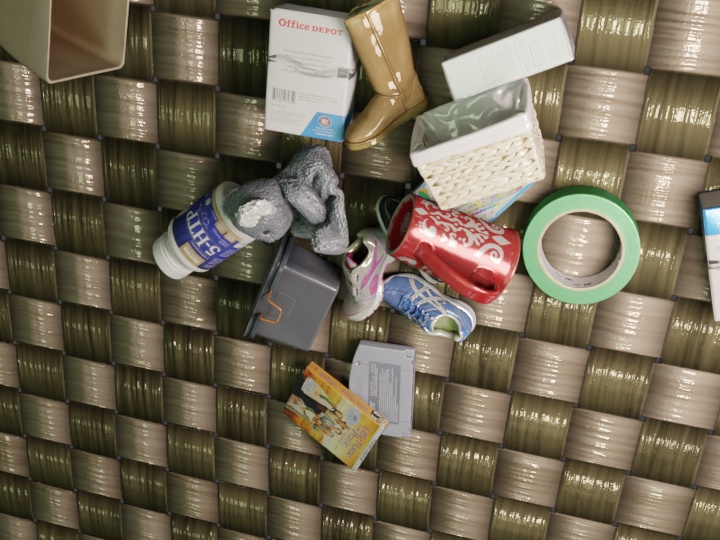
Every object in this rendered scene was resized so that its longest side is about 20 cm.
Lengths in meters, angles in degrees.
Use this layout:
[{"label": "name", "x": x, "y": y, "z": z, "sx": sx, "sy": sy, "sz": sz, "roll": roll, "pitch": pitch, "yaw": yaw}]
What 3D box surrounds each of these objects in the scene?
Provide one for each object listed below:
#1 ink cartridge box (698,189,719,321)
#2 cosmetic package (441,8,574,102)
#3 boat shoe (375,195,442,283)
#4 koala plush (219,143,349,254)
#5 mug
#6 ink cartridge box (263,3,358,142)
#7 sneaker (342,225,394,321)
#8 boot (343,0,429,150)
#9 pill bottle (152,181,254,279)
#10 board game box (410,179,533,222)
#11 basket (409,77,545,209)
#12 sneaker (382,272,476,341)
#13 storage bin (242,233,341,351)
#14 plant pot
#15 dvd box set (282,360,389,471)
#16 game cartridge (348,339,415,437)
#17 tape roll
[{"label": "ink cartridge box", "x": 0.638, "y": -0.030, "z": 1.376, "sx": 0.143, "sy": 0.085, "sz": 0.204, "roll": -7, "pitch": 112, "yaw": 18}, {"label": "cosmetic package", "x": 0.235, "y": -0.340, "z": 1.340, "sx": 0.197, "sy": 0.102, "sz": 0.075, "roll": -18, "pitch": 107, "yaw": 22}, {"label": "boat shoe", "x": 0.106, "y": -0.060, "z": 1.500, "sx": 0.200, "sy": 0.076, "sz": 0.060, "roll": 44, "pitch": 149, "yaw": -25}, {"label": "koala plush", "x": -0.140, "y": -0.117, "z": 1.468, "sx": 0.196, "sy": 0.177, "sz": 0.188, "roll": -11, "pitch": 108, "yaw": -17}, {"label": "mug", "x": 0.156, "y": -0.040, "z": 1.400, "sx": 0.197, "sy": 0.177, "sz": 0.136, "roll": 22, "pitch": 94, "yaw": -17}, {"label": "ink cartridge box", "x": -0.080, "y": -0.337, "z": 1.435, "sx": 0.142, "sy": 0.084, "sz": 0.204, "roll": 11, "pitch": 115, "yaw": 10}, {"label": "sneaker", "x": 0.000, "y": 0.000, "z": 1.548, "sx": 0.087, "sy": 0.081, "sz": 0.203, "roll": 5, "pitch": 116, "yaw": -34}, {"label": "boot", "x": 0.015, "y": -0.323, "z": 1.374, "sx": 0.174, "sy": 0.066, "sz": 0.202, "roll": -35, "pitch": 126, "yaw": -14}, {"label": "pill bottle", "x": -0.293, "y": -0.068, "z": 1.592, "sx": 0.198, "sy": 0.120, "sz": 0.121, "roll": -31, "pitch": 103, "yaw": 25}, {"label": "board game box", "x": 0.196, "y": -0.148, "z": 1.472, "sx": 0.134, "sy": 0.034, "sz": 0.200, "roll": 44, "pitch": 117, "yaw": -7}, {"label": "basket", "x": 0.192, "y": -0.198, "z": 1.347, "sx": 0.196, "sy": 0.137, "sz": 0.125, "roll": -17, "pitch": 123, "yaw": 22}, {"label": "sneaker", "x": 0.121, "y": 0.068, "z": 1.564, "sx": 0.196, "sy": 0.077, "sz": 0.077, "roll": 22, "pitch": 119, "yaw": 6}, {"label": "storage bin", "x": -0.125, "y": 0.055, "z": 1.600, "sx": 0.132, "sy": 0.146, "sz": 0.202, "roll": 22, "pitch": 118, "yaw": -7}, {"label": "plant pot", "x": -0.531, "y": -0.460, "z": 1.453, "sx": 0.174, "sy": 0.199, "sz": 0.204, "roll": 22, "pitch": 118, "yaw": 17}, {"label": "dvd box set", "x": -0.054, "y": 0.297, "z": 1.710, "sx": 0.199, "sy": 0.029, "sz": 0.147, "roll": 37, "pitch": 126, "yaw": 8}, {"label": "game cartridge", "x": 0.042, "y": 0.234, "z": 1.683, "sx": 0.130, "sy": 0.041, "sz": 0.204, "roll": 6, "pitch": 115, "yaw": 9}, {"label": "tape roll", "x": 0.381, "y": -0.043, "z": 1.462, "sx": 0.196, "sy": 0.048, "sz": 0.205, "roll": 5, "pitch": 114, "yaw": 12}]
